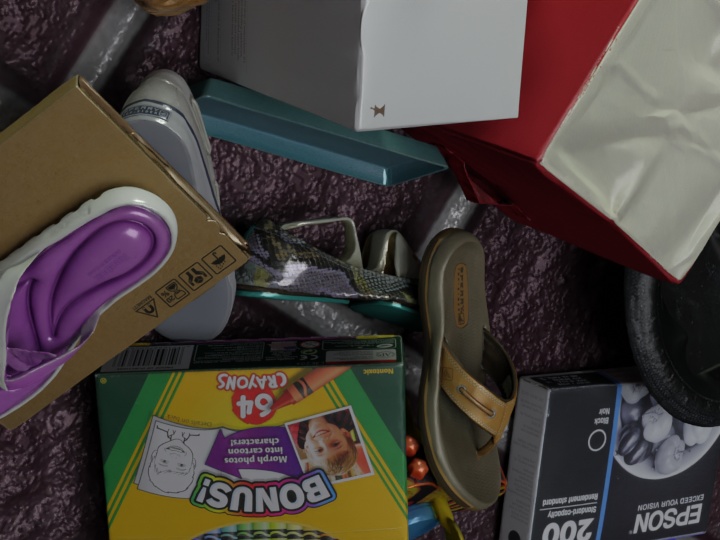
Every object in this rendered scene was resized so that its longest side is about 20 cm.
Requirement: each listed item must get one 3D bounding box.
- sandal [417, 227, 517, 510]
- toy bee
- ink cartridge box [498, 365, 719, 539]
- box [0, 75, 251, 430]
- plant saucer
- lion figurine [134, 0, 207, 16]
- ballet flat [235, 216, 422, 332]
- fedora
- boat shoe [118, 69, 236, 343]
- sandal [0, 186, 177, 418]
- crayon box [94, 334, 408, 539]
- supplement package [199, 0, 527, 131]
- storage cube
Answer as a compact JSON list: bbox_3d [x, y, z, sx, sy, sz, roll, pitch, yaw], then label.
[{"bbox_3d":[0.080,0.071,1.240,0.080,0.054,0.201,-14,104,-55],"label":"sandal"},{"bbox_3d":[0.038,0.156,1.285,0.200,0.109,0.131,-32,81,-41],"label":"toy bee"},{"bbox_3d":[0.203,0.176,1.453,0.198,0.043,0.201,-3,109,-33],"label":"ink cartridge box"},{"bbox_3d":[-0.193,-0.006,1.093,0.200,0.021,0.164,-35,123,14],"label":"box"},{"bbox_3d":[-0.038,-0.091,1.196,0.200,0.070,0.019,15,73,-35],"label":"plant saucer"},{"bbox_3d":[-0.155,-0.236,1.066,0.122,0.072,0.200,-30,117,-25],"label":"lion figurine"},{"bbox_3d":[0.000,0.000,1.249,0.200,0.072,0.072,13,98,-37],"label":"ballet flat"},{"bbox_3d":[0.257,0.018,1.401,0.200,0.092,0.201,-5,101,-29],"label":"fedora"},{"bbox_3d":[-0.117,-0.041,1.154,0.070,0.071,0.200,-77,164,-45],"label":"boat shoe"},{"bbox_3d":[-0.191,0.028,1.071,0.082,0.050,0.203,34,112,-29],"label":"sandal"},{"bbox_3d":[-0.068,0.135,1.197,0.199,0.058,0.173,-2,109,1],"label":"crayon box"},{"bbox_3d":[-0.001,-0.166,1.108,0.120,0.200,0.122,-7,110,-31],"label":"supplement package"},{"bbox_3d":[0.160,-0.120,1.242,0.171,0.180,0.200,36,84,-36],"label":"storage cube"}]
